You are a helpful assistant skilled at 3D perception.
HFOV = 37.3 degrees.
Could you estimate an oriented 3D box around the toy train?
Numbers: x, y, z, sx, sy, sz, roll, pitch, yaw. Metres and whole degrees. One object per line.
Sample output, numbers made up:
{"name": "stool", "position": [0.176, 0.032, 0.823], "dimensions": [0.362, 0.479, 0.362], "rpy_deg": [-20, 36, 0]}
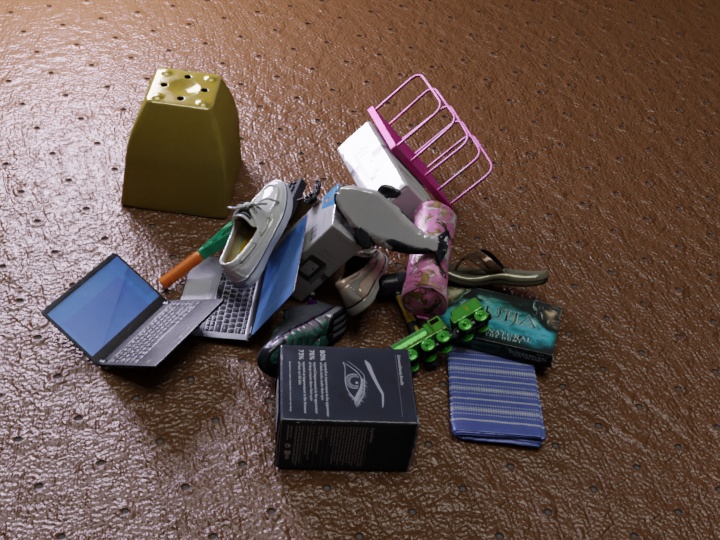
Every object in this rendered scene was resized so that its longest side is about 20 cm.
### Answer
{"name": "toy train", "position": [0.114, 0.106, 1.668], "dimensions": [0.198, 0.042, 0.057], "rpy_deg": [-28, 51, -13]}

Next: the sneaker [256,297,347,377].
{"name": "sneaker", "position": [-0.108, 0.101, 1.657], "dimensions": [0.087, 0.076, 0.199], "rpy_deg": [23, 30, 30]}

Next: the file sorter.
{"name": "file sorter", "position": [0.133, -0.238, 1.949], "dimensions": [0.125, 0.200, 0.140], "rpy_deg": [-38, 42, 11]}

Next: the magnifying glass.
{"name": "magnifying glass", "position": [-0.245, -0.037, 1.750], "dimensions": [0.199, 0.023, 0.079], "rpy_deg": [-36, 17, -10]}

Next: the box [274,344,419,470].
{"name": "box", "position": [-0.023, 0.196, 1.527], "dimensions": [0.196, 0.105, 0.149], "rpy_deg": [4, 41, -7]}

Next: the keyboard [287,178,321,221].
{"name": "keyboard", "position": [-0.119, -0.119, 1.810], "dimensions": [0.125, 0.021, 0.201], "rpy_deg": [-21, 20, 13]}

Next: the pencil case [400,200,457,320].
{"name": "pencil case", "position": [0.113, -0.018, 1.746], "dimensions": [0.082, 0.087, 0.202], "rpy_deg": [-21, 40, 31]}

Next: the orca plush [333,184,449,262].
{"name": "orca plush", "position": [0.046, -0.078, 1.699], "dimensions": [0.197, 0.107, 0.071], "rpy_deg": [12, -3, -10]}

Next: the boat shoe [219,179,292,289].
{"name": "boat shoe", "position": [-0.173, -0.077, 1.673], "dimensions": [0.074, 0.086, 0.204], "rpy_deg": [1, 54, 34]}

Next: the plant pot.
{"name": "plant pot", "position": [-0.313, -0.241, 1.899], "dimensions": [0.192, 0.202, 0.196], "rpy_deg": [8, 40, -3]}

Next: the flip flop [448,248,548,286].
{"name": "flip flop", "position": [0.220, -0.006, 1.810], "dimensions": [0.196, 0.059, 0.081], "rpy_deg": [3, 12, 9]}

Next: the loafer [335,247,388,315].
{"name": "loafer", "position": [0.000, 0.000, 1.746], "dimensions": [0.063, 0.071, 0.201], "rpy_deg": [51, 21, -16]}

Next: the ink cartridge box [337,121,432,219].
{"name": "ink cartridge box", "position": [0.056, -0.148, 1.898], "dimensions": [0.082, 0.146, 0.201], "rpy_deg": [-39, 45, 12]}

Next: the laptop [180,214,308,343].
{"name": "laptop", "position": [-0.190, 0.006, 1.690], "dimensions": [0.196, 0.117, 0.189], "rpy_deg": [5, 41, 2]}

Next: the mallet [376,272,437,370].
{"name": "mallet", "position": [0.072, 0.081, 1.732], "dimensions": [0.065, 0.042, 0.202], "rpy_deg": [-2, 46, -15]}

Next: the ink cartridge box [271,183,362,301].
{"name": "ink cartridge box", "position": [-0.080, -0.034, 1.758], "dimensions": [0.066, 0.200, 0.117], "rpy_deg": [35, 35, -23]}

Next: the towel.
{"name": "towel", "position": [0.206, 0.189, 1.647], "dimensions": [0.142, 0.024, 0.201], "rpy_deg": [5, 39, -2]}

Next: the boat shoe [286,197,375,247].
{"name": "boat shoe", "position": [-0.066, -0.076, 1.869], "dimensions": [0.197, 0.063, 0.074], "rpy_deg": [13, 54, 15]}

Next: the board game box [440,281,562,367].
{"name": "board game box", "position": [0.224, 0.085, 1.740], "dimensions": [0.197, 0.029, 0.136], "rpy_deg": [13, 37, 10]}

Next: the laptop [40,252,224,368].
{"name": "laptop", "position": [-0.343, 0.056, 1.621], "dimensions": [0.198, 0.104, 0.177], "rpy_deg": [-2, 31, 36]}
